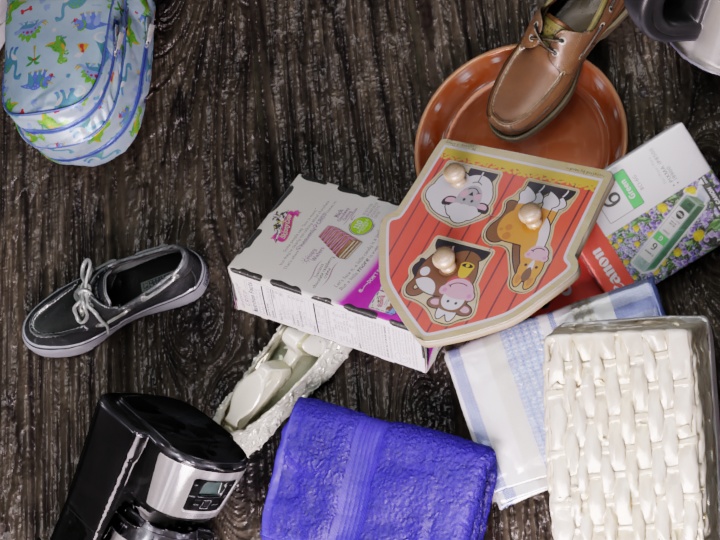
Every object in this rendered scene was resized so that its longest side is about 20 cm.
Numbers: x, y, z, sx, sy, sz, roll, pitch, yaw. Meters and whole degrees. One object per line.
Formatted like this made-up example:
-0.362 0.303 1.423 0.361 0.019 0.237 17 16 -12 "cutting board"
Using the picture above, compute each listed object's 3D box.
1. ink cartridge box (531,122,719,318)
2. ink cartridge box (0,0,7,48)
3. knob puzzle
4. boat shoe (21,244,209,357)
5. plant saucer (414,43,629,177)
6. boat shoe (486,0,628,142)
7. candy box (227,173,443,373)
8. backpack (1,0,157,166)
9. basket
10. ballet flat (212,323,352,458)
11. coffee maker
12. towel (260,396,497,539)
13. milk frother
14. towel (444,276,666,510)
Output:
0.222 -0.030 1.415 0.200 0.050 0.109 -32 90 6 "ink cartridge box"
-0.462 -0.320 1.745 0.199 0.084 0.145 22 81 23 "ink cartridge box"
0.096 -0.024 1.380 0.219 0.030 0.220 -13 52 17 "knob puzzle"
-0.246 0.026 1.565 0.199 0.068 0.074 -16 68 13 "boat shoe"
0.149 -0.113 1.498 0.199 0.032 0.201 -5 72 17 "plant saucer"
0.176 -0.210 1.466 0.072 0.068 0.200 33 85 23 "boat shoe"
0.000 0.000 1.467 0.199 0.061 0.137 19 51 23 "candy box"
-0.286 -0.204 1.628 0.162 0.154 0.201 -2 85 11 "backpack"
0.220 0.139 1.311 0.135 0.123 0.201 -4 88 15 "basket"
-0.066 0.087 1.487 0.072 0.072 0.200 35 85 25 "ballet flat"
-0.211 0.211 1.430 0.192 0.135 0.201 24 100 17 "coffee maker"
0.012 0.202 1.413 0.199 0.050 0.148 12 93 23 "towel"
0.310 -0.302 1.408 0.180 0.189 0.200 5 44 -7 "milk frother"
0.183 0.105 1.396 0.199 0.024 0.147 -21 84 12 "towel"
